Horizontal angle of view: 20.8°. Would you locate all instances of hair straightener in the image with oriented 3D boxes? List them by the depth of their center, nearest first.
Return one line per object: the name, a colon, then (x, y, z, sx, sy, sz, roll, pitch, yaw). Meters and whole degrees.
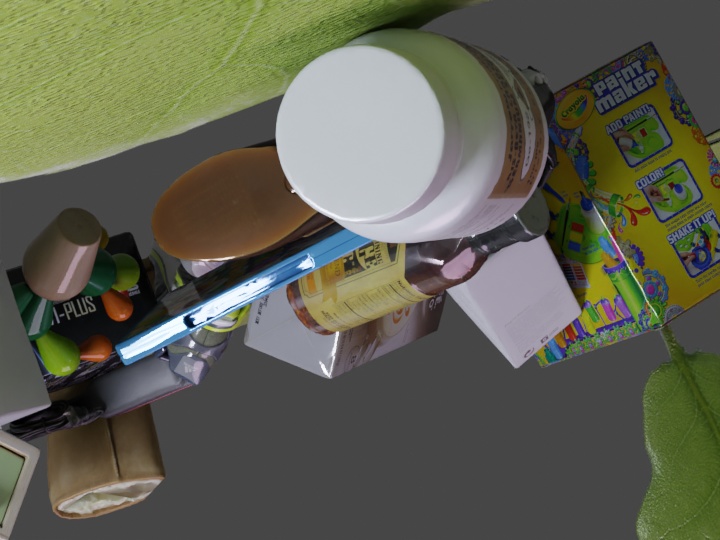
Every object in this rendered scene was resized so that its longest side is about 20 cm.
hair straightener: (-0.231, 0.106, 1.575, 0.199, 0.041, 0.077, -17, 177, 12)

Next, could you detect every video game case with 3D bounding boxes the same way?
video game case: (-0.060, -0.004, 1.319, 0.200, 0.018, 0.143, -27, -172, 15)

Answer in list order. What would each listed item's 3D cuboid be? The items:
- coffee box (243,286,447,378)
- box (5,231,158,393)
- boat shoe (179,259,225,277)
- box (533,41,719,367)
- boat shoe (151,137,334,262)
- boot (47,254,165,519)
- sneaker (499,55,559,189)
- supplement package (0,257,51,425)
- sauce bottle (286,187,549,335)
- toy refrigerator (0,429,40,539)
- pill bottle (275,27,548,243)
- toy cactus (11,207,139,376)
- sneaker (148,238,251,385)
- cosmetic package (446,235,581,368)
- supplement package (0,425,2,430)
coffee box: (0.000, 0.000, 1.510, 0.080, 0.115, 0.200, 20, -162, 21)
box: (-0.260, 0.051, 1.519, 0.163, 0.086, 0.200, -19, 176, -23)
boat shoe: (-0.070, -0.030, 1.501, 0.065, 0.075, 0.202, -17, 171, 25)
box: (0.185, -0.047, 1.557, 0.122, 0.193, 0.200, -30, -179, -24)
boat shoe: (-0.037, -0.056, 1.275, 0.200, 0.071, 0.070, -21, 172, 11)
boot: (-0.188, 0.096, 1.660, 0.175, 0.200, 0.066, -21, 145, 10)
sneaker: (0.102, -0.092, 1.348, 0.066, 0.091, 0.200, -20, 177, 14)
supplement package: (-0.314, 0.066, 1.188, 0.200, 0.120, 0.121, -22, 175, 18)
sauce bottle: (0.038, -0.013, 1.324, 0.200, 0.066, 0.066, -24, 175, 36)
toy refrigerator: (-0.332, 0.125, 1.413, 0.070, 0.076, 0.200, 0, 154, 44)
pill bottle: (0.028, -0.072, 1.061, 0.114, 0.115, 0.200, -21, 176, 17)
toy cactus: (-0.217, 0.010, 1.314, 0.200, 0.102, 0.165, -14, 155, -38)
sneaker: (-0.140, 0.030, 1.542, 0.074, 0.081, 0.200, 22, -172, -13)
cosmetic package: (0.092, -0.012, 1.451, 0.071, 0.101, 0.200, -40, 155, -1)
supplement package: (-0.397, 0.158, 1.800, 0.111, 0.156, 0.200, -18, 176, -21)
